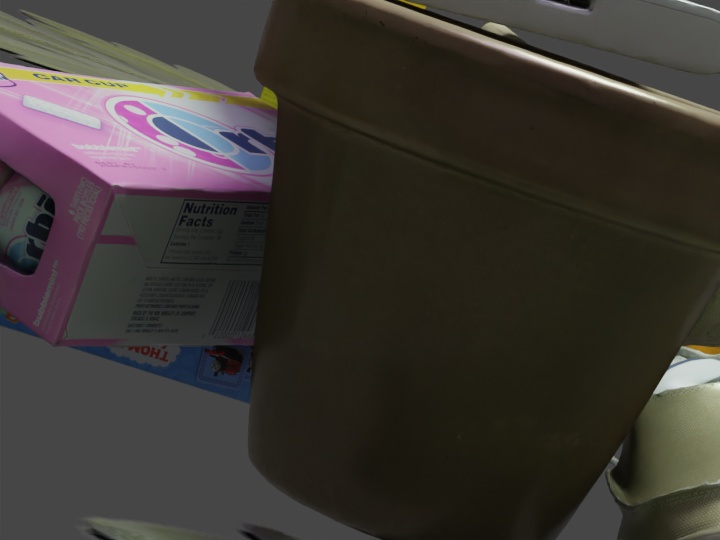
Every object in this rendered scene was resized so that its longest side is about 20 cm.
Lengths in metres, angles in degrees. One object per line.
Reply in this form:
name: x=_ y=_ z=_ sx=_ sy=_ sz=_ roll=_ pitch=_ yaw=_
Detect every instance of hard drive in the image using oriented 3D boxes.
hard drive: x=0.049 y=-0.113 z=1.001 sx=0.132 sy=0.027 sz=0.200 roll=12 pitch=8 yaw=-15

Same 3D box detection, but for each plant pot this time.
plant pot: x=0.038 y=0.004 z=0.916 sx=0.200 sy=0.175 sz=0.200 roll=19 pitch=7 yaw=-3

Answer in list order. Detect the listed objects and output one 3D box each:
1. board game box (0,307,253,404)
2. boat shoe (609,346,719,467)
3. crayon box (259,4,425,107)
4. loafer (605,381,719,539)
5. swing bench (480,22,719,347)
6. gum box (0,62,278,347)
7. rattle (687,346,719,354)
board game box: x=-0.131 y=-0.002 z=1.076 sx=0.200 sy=0.037 sz=0.151 roll=17 pitch=8 yaw=-10
boat shoe: x=0.137 y=0.064 z=1.143 sx=0.086 sy=0.075 sz=0.202 roll=23 pitch=6 yaw=25
crayon box: x=-0.014 y=-0.195 z=2.232 sx=0.051 sy=0.200 sz=0.127 roll=14 pitch=9 yaw=-37
loafer: x=0.124 y=0.077 z=0.948 sx=0.076 sy=0.068 sz=0.200 roll=-10 pitch=-1 yaw=3
swing bench: x=0.172 y=-0.024 z=1.098 sx=0.199 sy=0.130 sz=0.200 roll=6 pitch=7 yaw=-32
gum box: x=-0.080 y=-0.025 z=0.993 sx=0.113 sy=0.066 sz=0.200 roll=32 pitch=18 yaw=34
rattle: x=0.230 y=0.061 z=1.466 sx=0.143 sy=0.130 sz=0.200 roll=8 pitch=34 yaw=-3
